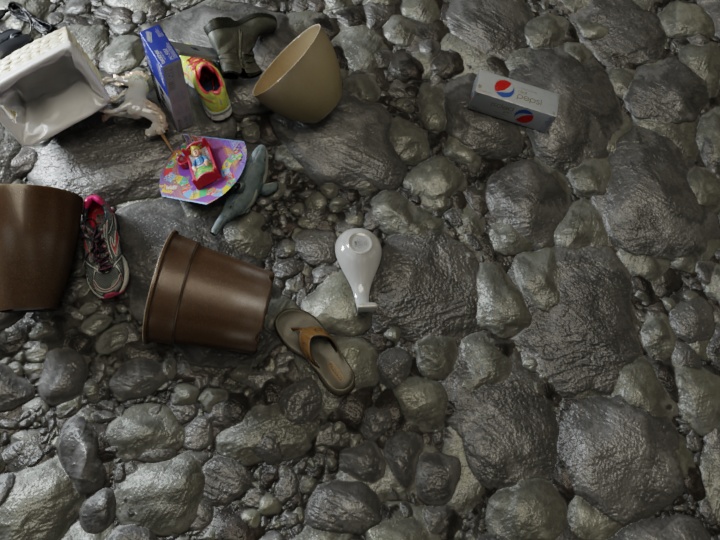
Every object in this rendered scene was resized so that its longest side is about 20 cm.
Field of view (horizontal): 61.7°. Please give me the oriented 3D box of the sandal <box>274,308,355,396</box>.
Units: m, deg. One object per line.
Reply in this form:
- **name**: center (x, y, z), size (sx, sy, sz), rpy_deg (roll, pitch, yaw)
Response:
- **sandal**: center (-0.082, 0.147, 1.128), size (0.081, 0.055, 0.201), rpy_deg (-35, 77, -19)

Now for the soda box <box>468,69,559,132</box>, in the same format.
- **soda box**: center (0.353, -0.391, 1.392), size (0.195, 0.064, 0.070), rpy_deg (17, 67, -1)

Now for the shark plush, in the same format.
- **shark plush**: center (-0.250, -0.161, 1.211), size (0.090, 0.084, 0.200), rpy_deg (39, 69, 8)

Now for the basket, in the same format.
- **basket**: center (-0.618, -0.365, 1.184), size (0.197, 0.137, 0.124), rpy_deg (-29, 50, -3)

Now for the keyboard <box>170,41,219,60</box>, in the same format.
- **keyboard**: center (-0.347, -0.467, 1.284), size (0.056, 0.200, 0.011), rpy_deg (32, 113, 11)

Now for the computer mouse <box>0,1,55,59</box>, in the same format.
- **computer mouse**: center (-0.775, -0.503, 1.295), size (0.139, 0.046, 0.201), rpy_deg (35, 69, 5)

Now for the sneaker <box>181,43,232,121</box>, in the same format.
- **sneaker**: center (-0.338, -0.427, 1.300), size (0.077, 0.091, 0.202), rpy_deg (-31, 74, -16)

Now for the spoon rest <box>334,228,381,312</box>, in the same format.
- **spoon rest**: center (0.000, 0.000, 1.204), size (0.097, 0.061, 0.204), rpy_deg (0, 56, -9)

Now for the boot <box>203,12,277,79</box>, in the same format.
- **boot**: center (-0.251, -0.496, 1.351), size (0.198, 0.067, 0.133), rpy_deg (-29, 97, -41)

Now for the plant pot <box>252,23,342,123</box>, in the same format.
- **plant pot**: center (-0.115, -0.396, 1.282), size (0.134, 0.198, 0.203), rpy_deg (43, 65, -28)

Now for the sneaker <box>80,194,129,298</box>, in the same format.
- **sneaker**: center (-0.493, -0.044, 1.138), size (0.079, 0.075, 0.204), rpy_deg (-15, 72, -13)

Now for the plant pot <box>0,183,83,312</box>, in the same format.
- **plant pot**: center (-0.595, -0.030, 1.077), size (0.182, 0.187, 0.206), rpy_deg (-3, 83, -8)

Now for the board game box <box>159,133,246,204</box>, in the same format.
- **board game box**: center (-0.325, -0.215, 1.203), size (0.196, 0.039, 0.161), rpy_deg (11, 64, 25)

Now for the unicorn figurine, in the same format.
- **unicorn figurine**: center (-0.474, -0.347, 1.260), size (0.134, 0.074, 0.205), rpy_deg (-8, 72, -6)

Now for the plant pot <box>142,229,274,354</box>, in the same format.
- **plant pot**: center (-0.263, 0.052, 1.078), size (0.193, 0.201, 0.205), rpy_deg (14, 67, -10)

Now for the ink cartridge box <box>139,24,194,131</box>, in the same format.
- **ink cartridge box**: center (-0.387, -0.382, 1.216), size (0.044, 0.201, 0.095), rpy_deg (-29, 74, -19)
